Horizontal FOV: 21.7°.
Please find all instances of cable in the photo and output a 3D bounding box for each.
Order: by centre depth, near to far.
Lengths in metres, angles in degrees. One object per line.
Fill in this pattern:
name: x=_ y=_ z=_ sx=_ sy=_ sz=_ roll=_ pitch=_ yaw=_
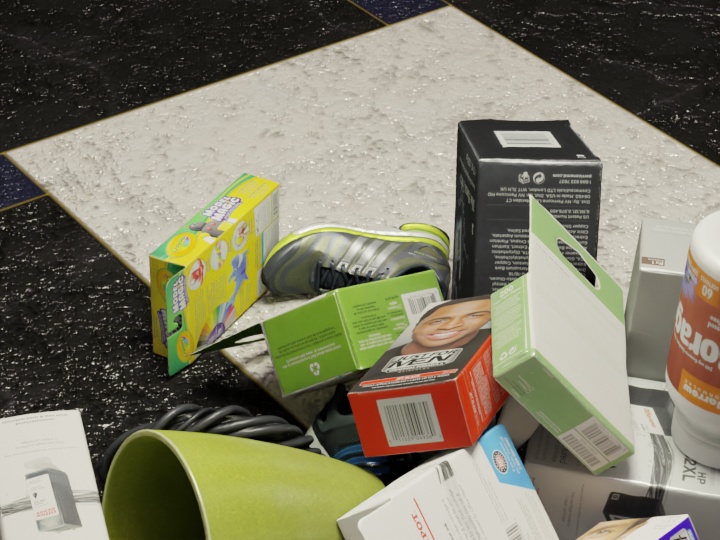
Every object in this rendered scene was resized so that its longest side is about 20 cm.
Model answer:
cable: x=-0.121 y=0.153 z=1.577 sx=0.198 sy=0.164 sz=0.051 roll=0 pitch=59 yaw=-15

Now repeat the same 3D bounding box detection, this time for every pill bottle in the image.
pill bottle: x=0.311 y=0.060 z=1.541 sx=0.111 sy=0.202 sz=0.113 roll=3 pitch=34 yaw=-2

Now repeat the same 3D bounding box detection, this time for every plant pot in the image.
plant pot: x=-0.076 y=0.212 z=1.489 sx=0.198 sy=0.189 sz=0.187 roll=-3 pitch=32 yaw=-33

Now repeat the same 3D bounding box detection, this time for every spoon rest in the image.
spoon rest: x=0.095 y=0.123 z=1.669 sx=0.099 sy=0.061 sz=0.200 roll=23 pitch=-2 yaw=-21

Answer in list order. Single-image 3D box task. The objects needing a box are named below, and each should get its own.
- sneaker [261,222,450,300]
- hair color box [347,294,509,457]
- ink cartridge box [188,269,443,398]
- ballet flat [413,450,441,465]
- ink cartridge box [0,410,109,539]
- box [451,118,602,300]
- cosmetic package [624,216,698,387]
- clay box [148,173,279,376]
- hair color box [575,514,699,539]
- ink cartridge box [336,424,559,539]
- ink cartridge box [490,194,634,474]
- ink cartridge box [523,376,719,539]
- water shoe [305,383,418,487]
sneaker: x=0.000 y=0.000 z=1.877 sx=0.198 sy=0.074 sz=0.081 roll=-6 pitch=38 yaw=-9
hair color box: x=0.074 y=0.083 z=1.572 sx=0.101 sy=0.062 sz=0.200 roll=-9 pitch=16 yaw=25
ink cartridge box: x=-0.034 y=0.071 z=1.720 sx=0.199 sy=0.076 sz=0.147 roll=-24 pitch=-9 yaw=40
ballet flat: x=0.061 y=0.173 z=1.639 sx=0.064 sy=0.068 sz=0.200 roll=-40 pitch=42 yaw=-5
ink cartridge box: x=-0.240 y=0.228 z=1.464 sx=0.084 sy=0.147 sz=0.201 roll=-7 pitch=36 yaw=-12
box: x=0.151 y=-0.026 z=1.762 sx=0.116 sy=0.202 sz=0.197 roll=0 pitch=14 yaw=-2
cosmetic package: x=0.286 y=0.059 z=1.687 sx=0.106 sy=0.202 sz=0.091 roll=9 pitch=35 yaw=3
clay box: x=-0.146 y=0.003 z=1.824 sx=0.047 sy=0.116 sz=0.200 roll=18 pitch=37 yaw=23
hair color box: x=0.169 y=0.264 z=1.465 sx=0.199 sy=0.065 sz=0.109 roll=-26 pitch=6 yaw=-36
ink cartridge box: x=0.060 y=0.214 z=1.466 sx=0.068 sy=0.117 sz=0.199 roll=-27 pitch=-1 yaw=42
ink cartridge box: x=0.170 y=0.052 z=1.587 sx=0.048 sy=0.145 sz=0.201 roll=-32 pitch=33 yaw=26
ink cartridge box: x=0.245 y=0.169 z=1.630 sx=0.198 sy=0.084 sz=0.146 roll=9 pitch=35 yaw=9
water shoe: x=0.017 y=0.160 z=1.603 sx=0.071 sy=0.080 sz=0.200 roll=17 pitch=11 yaw=-39
